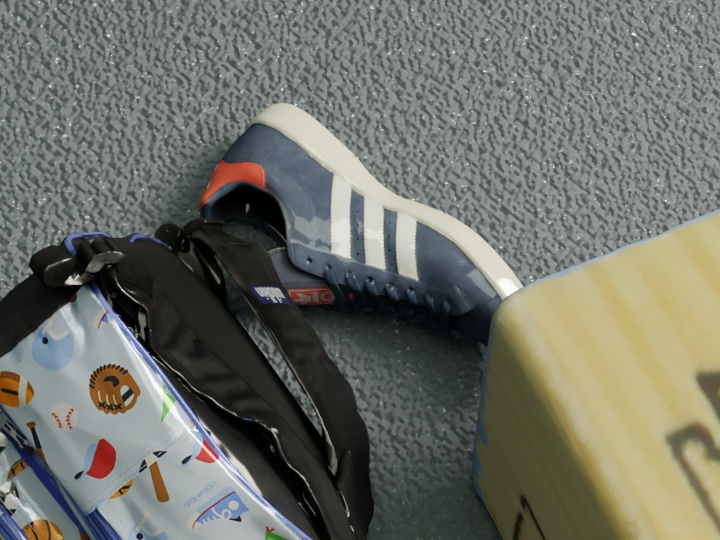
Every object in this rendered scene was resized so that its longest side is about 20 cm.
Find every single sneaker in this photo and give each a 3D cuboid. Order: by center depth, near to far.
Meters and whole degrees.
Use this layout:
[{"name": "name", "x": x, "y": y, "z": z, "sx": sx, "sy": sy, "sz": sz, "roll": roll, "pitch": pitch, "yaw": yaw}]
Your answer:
[{"name": "sneaker", "x": 0.000, "y": 0.000, "z": 0.838, "sx": 0.200, "sy": 0.075, "sz": 0.085, "roll": 36, "pitch": 68, "yaw": 20}]

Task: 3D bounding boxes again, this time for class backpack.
[{"name": "backpack", "x": -0.087, "y": 0.083, "z": 0.740, "sx": 0.190, "sy": 0.200, "sz": 0.154, "roll": 45, "pitch": 102, "yaw": 6}]

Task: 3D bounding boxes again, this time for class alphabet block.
[{"name": "alphabet block", "x": 0.181, "y": 0.103, "z": 0.727, "sx": 0.196, "sy": 0.196, "sz": 0.201, "roll": -22, "pitch": 62, "yaw": -11}]
